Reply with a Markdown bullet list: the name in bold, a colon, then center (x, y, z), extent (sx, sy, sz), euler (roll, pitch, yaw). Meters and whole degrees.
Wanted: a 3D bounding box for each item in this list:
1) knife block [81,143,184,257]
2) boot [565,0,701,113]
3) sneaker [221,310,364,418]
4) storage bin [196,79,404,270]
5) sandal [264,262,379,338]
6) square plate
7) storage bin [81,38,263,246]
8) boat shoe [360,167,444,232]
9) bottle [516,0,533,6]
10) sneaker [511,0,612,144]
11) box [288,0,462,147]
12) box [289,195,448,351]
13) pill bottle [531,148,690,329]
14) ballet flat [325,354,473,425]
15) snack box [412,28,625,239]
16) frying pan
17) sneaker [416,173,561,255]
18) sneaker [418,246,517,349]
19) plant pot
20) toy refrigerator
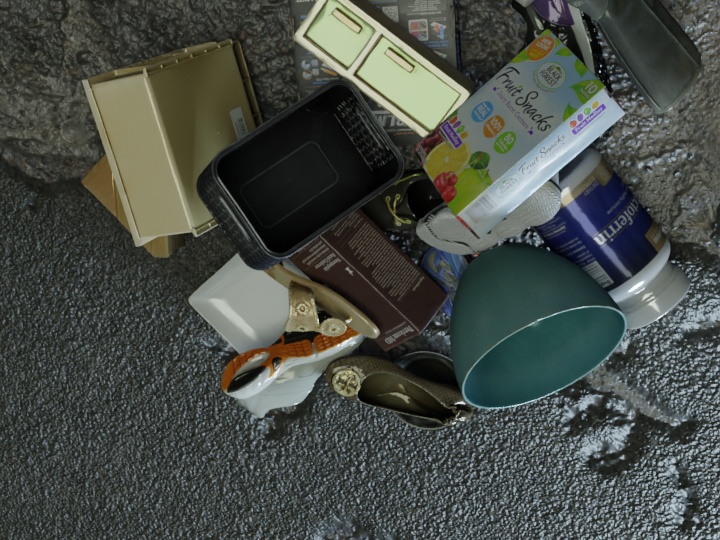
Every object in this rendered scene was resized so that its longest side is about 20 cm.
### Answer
- **knife block**: center (-0.261, -0.142, 1.373), extent (0.175, 0.064, 0.200), euler (-41, 97, 22)
- **boot**: center (0.310, -0.301, 1.179), extent (0.200, 0.073, 0.182), euler (36, 76, -17)
- **sneaker**: center (-0.077, 0.125, 1.404), extent (0.200, 0.076, 0.092), euler (-25, 131, 10)
- **storage bin**: center (-0.069, -0.107, 1.215), extent (0.200, 0.094, 0.135), euler (-36, 94, -21)
- **sandal**: center (-0.079, 0.043, 1.336), extent (0.212, 0.078, 0.070), euler (37, 72, 16)
- **square plate**: center (-0.096, 0.046, 1.422), extent (0.200, 0.028, 0.198), euler (-41, 97, 22)
- **storage bin**: center (-0.204, -0.160, 1.286), extent (0.093, 0.198, 0.201), euler (-5, 109, 32)
- **boat shoe**: center (0.066, -0.089, 1.321), extent (0.201, 0.061, 0.072), euler (-20, 103, 18)
- **bottle**: center (0.119, -0.370, 1.183), extent (0.200, 0.084, 0.065), euler (41, 99, 8)
- **sneaker**: center (0.231, -0.240, 1.234), extent (0.087, 0.076, 0.201), euler (-12, 99, 25)
- **box**: center (0.021, -0.248, 1.281), extent (0.199, 0.050, 0.199), euler (-2, 110, 13)
- **box**: center (0.000, 0.000, 1.329), extent (0.200, 0.075, 0.100), euler (42, 149, -7)
- **pill bottle**: center (0.290, -0.034, 1.262), extent (0.116, 0.116, 0.200), euler (-38, 98, 21)
- **ballet flat**: center (0.051, 0.159, 1.369), extent (0.199, 0.046, 0.068), euler (19, 118, -11)
- **snack box**: center (0.163, -0.148, 1.148), extent (0.200, 0.142, 0.053), euler (-41, 130, 12)
- **frying pan**: center (0.053, 0.164, 1.427), extent (0.189, 0.031, 0.115), euler (-11, 108, 16)
- **sneaker**: center (0.153, -0.093, 1.233), extent (0.075, 0.115, 0.200), euler (38, 142, -28)
- **sneaker**: center (0.146, 0.043, 1.353), extent (0.078, 0.075, 0.200), euler (-29, 94, 31)
- **plant pot**: center (0.184, 0.047, 1.228), extent (0.200, 0.200, 0.135), euler (-37, 56, 21)
- **toy refrigerator**: center (0.028, -0.237, 1.222), extent (0.200, 0.070, 0.076), euler (37, 112, -3)
